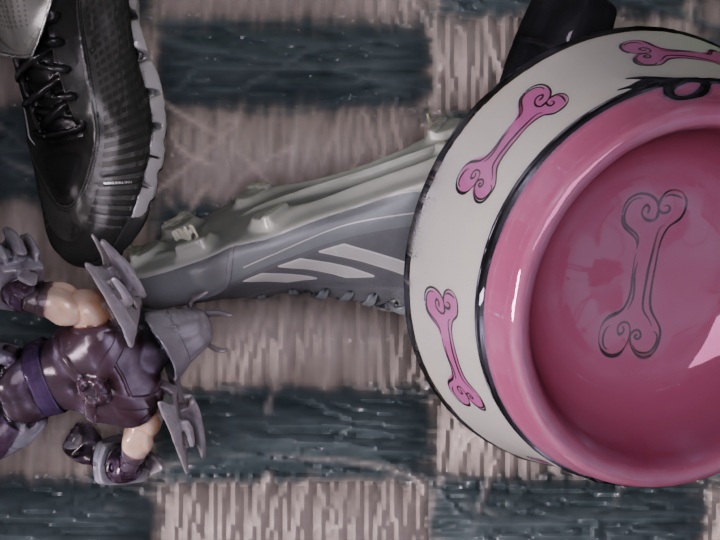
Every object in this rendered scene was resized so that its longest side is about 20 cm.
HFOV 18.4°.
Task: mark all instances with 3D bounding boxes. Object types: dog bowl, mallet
[{"bbox_3d":[0.123,0.002,0.942,0.200,0.074,0.201,-8,111,-21],"label":"dog bowl"},{"bbox_3d":[0.161,-0.076,1.008,0.199,0.041,0.066,14,85,-9],"label":"mallet"}]

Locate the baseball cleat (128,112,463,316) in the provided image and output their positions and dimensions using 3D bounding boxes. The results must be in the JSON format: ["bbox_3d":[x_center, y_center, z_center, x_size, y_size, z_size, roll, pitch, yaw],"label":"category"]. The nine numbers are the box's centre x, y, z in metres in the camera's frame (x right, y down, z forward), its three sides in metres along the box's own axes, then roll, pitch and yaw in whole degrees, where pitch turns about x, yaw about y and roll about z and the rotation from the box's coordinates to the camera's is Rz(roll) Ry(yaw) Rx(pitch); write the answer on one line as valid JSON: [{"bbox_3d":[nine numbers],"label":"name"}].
[{"bbox_3d":[0.000,0.000,0.975,0.200,0.070,0.107,-19,110,7],"label":"baseball cleat"}]

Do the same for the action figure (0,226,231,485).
[{"bbox_3d":[-0.149,0.050,0.952,0.200,0.069,0.130,-20,109,5],"label":"action figure"}]

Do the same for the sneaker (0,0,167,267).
[{"bbox_3d":[-0.130,-0.103,0.950,0.066,0.090,0.201,0,85,36],"label":"sneaker"}]
